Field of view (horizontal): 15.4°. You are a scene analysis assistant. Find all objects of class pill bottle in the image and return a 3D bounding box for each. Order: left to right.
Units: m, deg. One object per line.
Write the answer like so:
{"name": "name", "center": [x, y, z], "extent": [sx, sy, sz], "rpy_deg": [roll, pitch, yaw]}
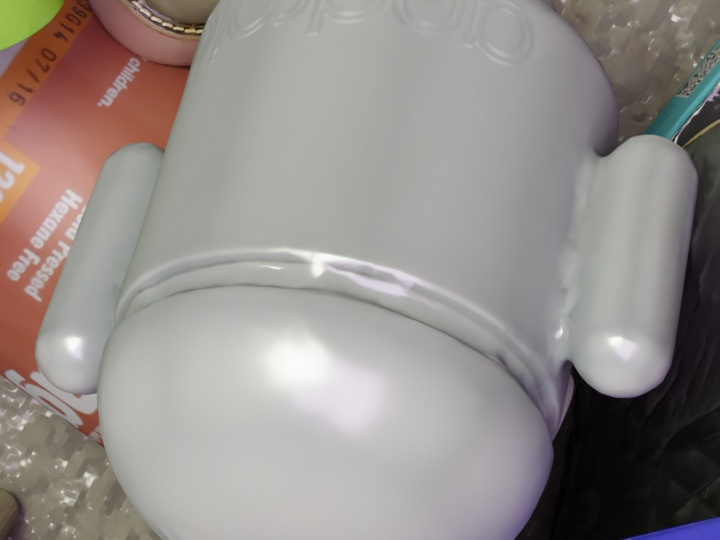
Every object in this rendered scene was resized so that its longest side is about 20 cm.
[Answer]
{"name": "pill bottle", "center": [-0.042, 0.008, 0.784], "extent": [0.200, 0.112, 0.112], "rpy_deg": [35, 93, -5]}

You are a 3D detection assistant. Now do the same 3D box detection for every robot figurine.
{"name": "robot figurine", "center": [0.000, 0.000, 0.670], "extent": [0.169, 0.113, 0.200], "rpy_deg": [-3, 55, 25]}

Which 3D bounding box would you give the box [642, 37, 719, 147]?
{"name": "box", "center": [0.170, 0.016, 0.827], "extent": [0.200, 0.049, 0.082], "rpy_deg": [39, 93, -6]}

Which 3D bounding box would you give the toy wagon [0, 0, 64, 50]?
{"name": "toy wagon", "center": [-0.156, -0.056, 0.676], "extent": [0.200, 0.155, 0.040], "rpy_deg": [-12, 126, 3]}

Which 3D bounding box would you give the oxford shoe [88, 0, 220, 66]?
{"name": "oxford shoe", "center": [0.013, -0.125, 0.762], "extent": [0.200, 0.074, 0.071], "rpy_deg": [-39, 89, -30]}

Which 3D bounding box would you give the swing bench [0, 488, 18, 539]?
{"name": "swing bench", "center": [-0.215, 0.072, 0.737], "extent": [0.199, 0.200, 0.130], "rpy_deg": [37, 92, -6]}

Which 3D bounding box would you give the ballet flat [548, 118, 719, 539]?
{"name": "ballet flat", "center": [0.100, 0.035, 0.793], "extent": [0.066, 0.057, 0.200], "rpy_deg": [36, 128, 31]}

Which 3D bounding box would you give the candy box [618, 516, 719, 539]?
{"name": "candy box", "center": [0.047, 0.162, 0.685], "extent": [0.200, 0.077, 0.169], "rpy_deg": [-17, 80, 27]}
